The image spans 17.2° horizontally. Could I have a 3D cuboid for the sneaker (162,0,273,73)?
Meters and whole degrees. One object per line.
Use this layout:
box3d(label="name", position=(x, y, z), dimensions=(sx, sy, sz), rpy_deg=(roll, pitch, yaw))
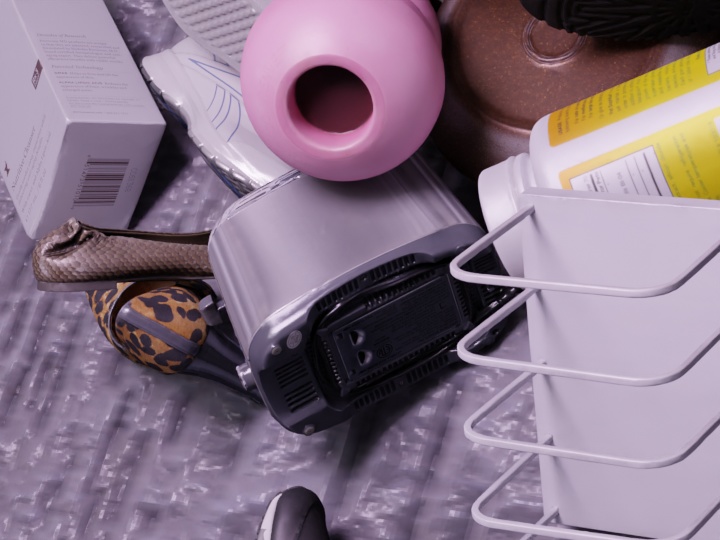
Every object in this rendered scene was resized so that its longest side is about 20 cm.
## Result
box3d(label="sneaker", position=(-0.056, -0.181, 1.623), dimensions=(0.200, 0.104, 0.076), rpy_deg=(46, 128, 22))

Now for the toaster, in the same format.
box3d(label="toaster", position=(0.000, 0.000, 1.478), dimensions=(0.199, 0.114, 0.129), rpy_deg=(-28, 47, -6))

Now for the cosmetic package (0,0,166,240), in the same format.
box3d(label="cosmetic package", position=(-0.220, -0.128, 1.716), dimensions=(0.200, 0.081, 0.113), rpy_deg=(58, 137, 40))

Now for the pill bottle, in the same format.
box3d(label="pill bottle", position=(0.173, -0.059, 1.385), dimensions=(0.199, 0.109, 0.110), rpy_deg=(-22, 55, 18))

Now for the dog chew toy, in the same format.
box3d(label="dog chew toy", position=(-0.004, -0.136, 1.470), dimensions=(0.124, 0.125, 0.200), rpy_deg=(-30, 17, 20))

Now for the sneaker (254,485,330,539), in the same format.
box3d(label="sneaker", position=(-0.012, 0.225, 1.420), dimensions=(0.087, 0.076, 0.201), rpy_deg=(-11, 66, 19))

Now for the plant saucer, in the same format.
box3d(label="plant saucer", position=(0.126, -0.140, 1.492), dimensions=(0.199, 0.037, 0.201), rpy_deg=(-9, 63, 17))

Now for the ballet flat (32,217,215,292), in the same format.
box3d(label="ballet flat", position=(-0.118, -0.017, 1.546), dimensions=(0.067, 0.199, 0.047), rpy_deg=(-170, 76, -65))

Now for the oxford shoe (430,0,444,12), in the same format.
box3d(label="oxford shoe", position=(0.047, -0.203, 1.603), dimensions=(0.075, 0.058, 0.201), rpy_deg=(-15, 58, 32))

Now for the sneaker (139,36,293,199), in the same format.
box3d(label="sneaker", position=(-0.079, -0.109, 1.638), dimensions=(0.087, 0.075, 0.200), rpy_deg=(-38, 52, 1))

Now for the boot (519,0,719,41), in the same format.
box3d(label="boot", position=(0.189, -0.225, 1.452), dimensions=(0.210, 0.080, 0.159), rpy_deg=(-1, 62, -11))

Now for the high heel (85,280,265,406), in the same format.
box3d(label="high heel", position=(-0.153, 0.020, 1.572), dimensions=(0.200, 0.142, 0.072), rpy_deg=(27, 87, 42))

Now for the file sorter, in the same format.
box3d(label="file sorter", position=(0.133, 0.074, 1.268), dimensions=(0.138, 0.124, 0.201), rpy_deg=(6, 113, 30))
